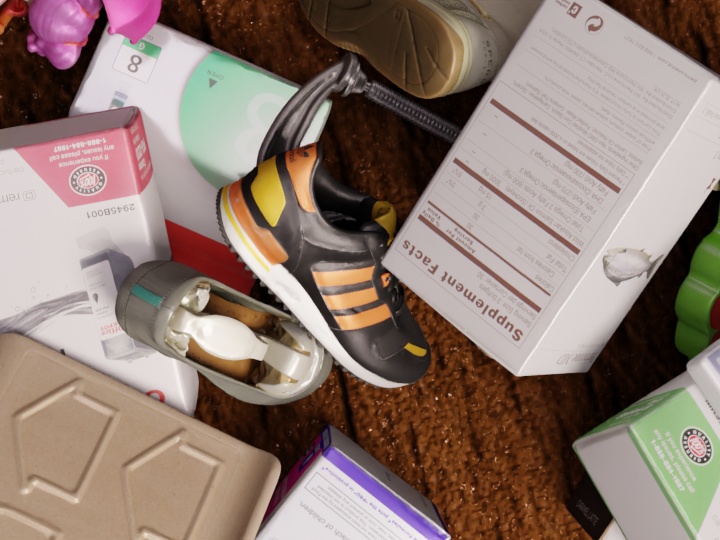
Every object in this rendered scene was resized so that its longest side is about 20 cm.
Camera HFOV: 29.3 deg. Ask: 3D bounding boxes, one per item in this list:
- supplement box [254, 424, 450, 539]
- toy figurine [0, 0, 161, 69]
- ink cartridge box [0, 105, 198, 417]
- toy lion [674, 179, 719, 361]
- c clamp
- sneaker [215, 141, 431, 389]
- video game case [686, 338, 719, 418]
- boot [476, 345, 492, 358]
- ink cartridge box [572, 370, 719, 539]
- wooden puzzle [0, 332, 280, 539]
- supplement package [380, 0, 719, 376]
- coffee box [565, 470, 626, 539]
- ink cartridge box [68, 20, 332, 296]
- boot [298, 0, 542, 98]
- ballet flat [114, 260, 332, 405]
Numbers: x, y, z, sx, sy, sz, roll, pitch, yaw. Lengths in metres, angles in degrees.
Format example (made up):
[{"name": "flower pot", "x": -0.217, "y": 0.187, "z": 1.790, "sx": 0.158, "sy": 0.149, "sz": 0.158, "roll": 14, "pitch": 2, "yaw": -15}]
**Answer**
[{"name": "supplement box", "x": -0.044, "y": 0.216, "z": 0.919, "sx": 0.103, "sy": 0.101, "sz": 0.200, "roll": 37, "pitch": 89, "yaw": -3}, {"name": "toy figurine", "x": -0.211, "y": -0.201, "z": 0.870, "sx": 0.184, "sy": 0.150, "sz": 0.200, "roll": 38, "pitch": 112, "yaw": 5}, {"name": "ink cartridge box", "x": -0.195, "y": 0.009, "z": 0.893, "sx": 0.145, "sy": 0.085, "sz": 0.201, "roll": -11, "pitch": 107, "yaw": -1}, {"name": "toy lion", "x": 0.288, "y": -0.023, "z": 0.920, "sx": 0.199, "sy": 0.069, "sz": 0.192, "roll": -26, "pitch": 127, "yaw": -28}, {"name": "c clamp", "x": 0.034, "y": -0.080, "z": 0.930, "sx": 0.199, "sy": 0.027, "sz": 0.171, "roll": 20, "pitch": 99, "yaw": -22}, {"name": "sneaker", "x": 0.000, "y": 0.000, "z": 0.890, "sx": 0.090, "sy": 0.070, "sz": 0.200, "roll": -32, "pitch": 122, "yaw": 23}, {"name": "video game case", "x": 0.312, "y": 0.090, "z": 0.800, "sx": 0.182, "sy": 0.023, "sz": 0.200, "roll": -32, "pitch": 84, "yaw": -22}, {"name": "boot", "x": 0.147, "y": -0.021, "z": 0.911, "sx": 0.075, "sy": 0.107, "sz": 0.201, "roll": 25, "pitch": 94, "yaw": -39}, {"name": "ink cartridge box", "x": 0.256, "y": 0.114, "z": 0.836, "sx": 0.199, "sy": 0.088, "sz": 0.146, "roll": -27, "pitch": 83, "yaw": -22}, {"name": "wooden puzzle", "x": -0.170, "y": 0.155, "z": 0.822, "sx": 0.199, "sy": 0.046, "sz": 0.186, "roll": 24, "pitch": 58, "yaw": -4}, {"name": "supplement package", "x": 0.127, "y": -0.050, "z": 0.825, "sx": 0.117, "sy": 0.117, "sz": 0.200, "roll": 39, "pitch": 107, "yaw": 25}, {"name": "coffee box", "x": 0.250, "y": 0.189, "z": 0.926, "sx": 0.200, "sy": 0.114, "sz": 0.080, "roll": 32, "pitch": 90, "yaw": -4}, {"name": "ink cartridge box", "x": -0.130, "y": -0.055, "z": 0.934, "sx": 0.160, "sy": 0.050, "sz": 0.201, "roll": 23, "pitch": 89, "yaw": -3}, {"name": "boot", "x": 0.056, "y": -0.179, "z": 0.918, "sx": 0.154, "sy": 0.200, "sz": 0.072, "roll": -8, "pitch": 129, "yaw": -36}, {"name": "ballet flat", "x": -0.070, "y": 0.050, "z": 0.875, "sx": 0.200, "sy": 0.064, "sz": 0.068, "roll": 28, "pitch": 85, "yaw": -47}]
